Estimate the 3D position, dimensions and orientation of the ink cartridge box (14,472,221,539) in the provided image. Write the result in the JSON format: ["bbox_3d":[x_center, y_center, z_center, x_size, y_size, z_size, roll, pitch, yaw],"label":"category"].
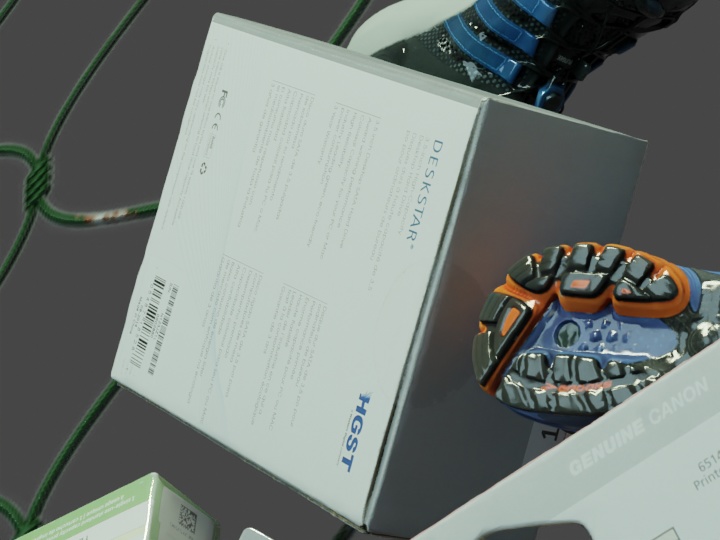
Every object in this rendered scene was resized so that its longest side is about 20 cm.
[{"bbox_3d":[-0.129,0.192,1.026,0.145,0.048,0.201,-27,38,31],"label":"ink cartridge box"}]

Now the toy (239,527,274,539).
[{"bbox_3d":[0.019,0.177,0.846,0.200,0.047,0.116,27,95,34],"label":"toy"}]

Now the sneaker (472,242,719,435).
[{"bbox_3d":[0.137,0.033,0.842,0.199,0.078,0.076,11,78,35],"label":"sneaker"}]

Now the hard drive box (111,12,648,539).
[{"bbox_3d":[0.000,0.000,0.984,0.200,0.077,0.157,25,101,56],"label":"hard drive box"}]

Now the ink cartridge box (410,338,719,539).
[{"bbox_3d":[0.077,0.144,0.760,0.200,0.045,0.177,-35,65,21],"label":"ink cartridge box"}]

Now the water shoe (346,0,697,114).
[{"bbox_3d":[0.073,-0.083,1.046,0.200,0.071,0.079,-23,59,45],"label":"water shoe"}]
